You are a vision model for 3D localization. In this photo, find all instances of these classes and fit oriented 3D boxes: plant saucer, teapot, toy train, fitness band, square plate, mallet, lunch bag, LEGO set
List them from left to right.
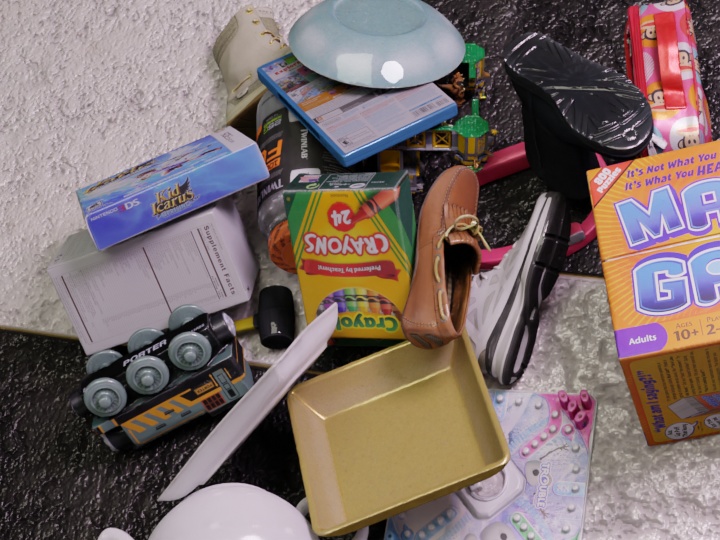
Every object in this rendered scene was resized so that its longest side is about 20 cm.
[{"bbox_3d":[-0.210,0.121,1.529,0.199,0.115,0.085,-28,28,7],"label":"toy train"},{"bbox_3d":[-0.164,0.059,1.597,0.198,0.041,0.067,-6,61,21],"label":"mallet"},{"bbox_3d":[-0.122,0.276,1.382,0.198,0.199,0.147,-46,30,21],"label":"teapot"},{"bbox_3d":[-0.103,0.133,1.418,0.028,0.200,0.198,41,113,2],"label":"square plate"},{"bbox_3d":[0.019,-0.268,1.577,0.198,0.039,0.202,3,38,-2],"label":"plant saucer"},{"bbox_3d":[0.038,0.164,1.399,0.198,0.049,0.201,-22,40,5],"label":"plant saucer"},{"bbox_3d":[0.079,-0.158,1.601,0.152,0.117,0.201,-5,45,-3],"label":"LEGO set"},{"bbox_3d":[0.176,-0.070,1.545,0.198,0.038,0.145,-19,54,8],"label":"fitness band"},{"bbox_3d":[0.317,-0.173,1.463,0.081,0.177,0.202,-6,58,13],"label":"lunch bag"}]

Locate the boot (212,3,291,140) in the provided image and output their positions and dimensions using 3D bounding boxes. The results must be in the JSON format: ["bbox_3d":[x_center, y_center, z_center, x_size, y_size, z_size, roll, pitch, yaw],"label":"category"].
[{"bbox_3d":[-0.094,-0.266,1.716,0.199,0.072,0.156,-34,51,23],"label":"boot"}]

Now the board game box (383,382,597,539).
[{"bbox_3d":[0.125,0.207,1.410,0.198,0.026,0.202,1,62,21],"label":"board game box"}]

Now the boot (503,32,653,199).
[{"bbox_3d":[0.228,-0.132,1.438,0.076,0.169,0.200,-38,51,-11],"label":"boot"}]

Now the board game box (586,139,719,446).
[{"bbox_3d":[0.336,0.019,1.333,0.198,0.200,0.202,-12,58,13],"label":"board game box"}]

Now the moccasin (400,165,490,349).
[{"bbox_3d":[0.093,-0.019,1.433,0.077,0.074,0.203,-13,46,37],"label":"moccasin"}]

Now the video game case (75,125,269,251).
[{"bbox_3d":[-0.212,-0.095,1.571,0.198,0.046,0.181,-24,15,-9],"label":"video game case"}]

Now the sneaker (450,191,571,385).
[{"bbox_3d":[0.137,0.005,1.465,0.114,0.075,0.203,20,92,29],"label":"sneaker"}]

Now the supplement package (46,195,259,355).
[{"bbox_3d":[-0.226,-0.003,1.585,0.198,0.115,0.110,-18,20,9],"label":"supplement package"}]

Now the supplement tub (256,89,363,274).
[{"bbox_3d":[-0.056,-0.104,1.595,0.121,0.123,0.202,-11,58,14],"label":"supplement tub"}]

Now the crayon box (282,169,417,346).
[{"bbox_3d":[0.000,0.000,1.477,0.125,0.202,0.051,-1,26,21],"label":"crayon box"}]

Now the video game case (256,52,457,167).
[{"bbox_3d":[-0.007,-0.195,1.548,0.142,0.018,0.200,-26,46,-17],"label":"video game case"}]
